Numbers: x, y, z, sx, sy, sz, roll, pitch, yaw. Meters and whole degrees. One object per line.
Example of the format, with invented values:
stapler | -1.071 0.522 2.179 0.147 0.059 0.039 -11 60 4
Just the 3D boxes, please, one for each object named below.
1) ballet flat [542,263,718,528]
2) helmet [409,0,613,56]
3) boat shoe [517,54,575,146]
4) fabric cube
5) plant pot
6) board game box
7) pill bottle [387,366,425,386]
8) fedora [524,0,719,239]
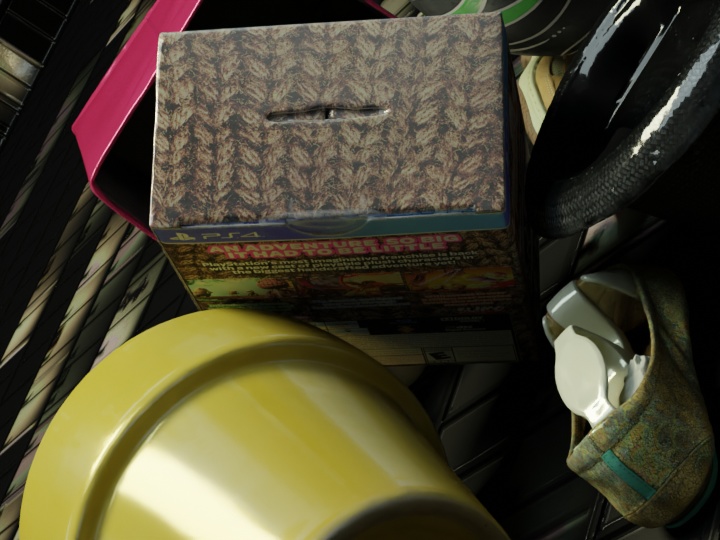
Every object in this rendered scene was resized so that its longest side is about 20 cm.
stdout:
ballet flat | 0.109 0.038 1.020 0.071 0.071 0.200 -51 16 20
helmet | 0.096 -0.201 1.186 0.200 0.199 0.192 -81 -12 -55
boat shoe | 0.127 -0.100 1.240 0.076 0.072 0.200 -35 24 17
fabric cube | -0.057 -0.103 1.555 0.201 0.196 0.199 -56 16 5
plant pot | -0.027 0.134 1.050 0.201 0.200 0.189 -58 32 -4
board game box | 0.000 -0.031 1.124 0.200 0.158 0.097 69 -160 -67
pill bottle | 0.000 0.000 1.337 0.112 0.112 0.201 -33 29 56
fedora | 0.156 -0.073 1.042 0.201 0.091 0.201 -54 12 17
